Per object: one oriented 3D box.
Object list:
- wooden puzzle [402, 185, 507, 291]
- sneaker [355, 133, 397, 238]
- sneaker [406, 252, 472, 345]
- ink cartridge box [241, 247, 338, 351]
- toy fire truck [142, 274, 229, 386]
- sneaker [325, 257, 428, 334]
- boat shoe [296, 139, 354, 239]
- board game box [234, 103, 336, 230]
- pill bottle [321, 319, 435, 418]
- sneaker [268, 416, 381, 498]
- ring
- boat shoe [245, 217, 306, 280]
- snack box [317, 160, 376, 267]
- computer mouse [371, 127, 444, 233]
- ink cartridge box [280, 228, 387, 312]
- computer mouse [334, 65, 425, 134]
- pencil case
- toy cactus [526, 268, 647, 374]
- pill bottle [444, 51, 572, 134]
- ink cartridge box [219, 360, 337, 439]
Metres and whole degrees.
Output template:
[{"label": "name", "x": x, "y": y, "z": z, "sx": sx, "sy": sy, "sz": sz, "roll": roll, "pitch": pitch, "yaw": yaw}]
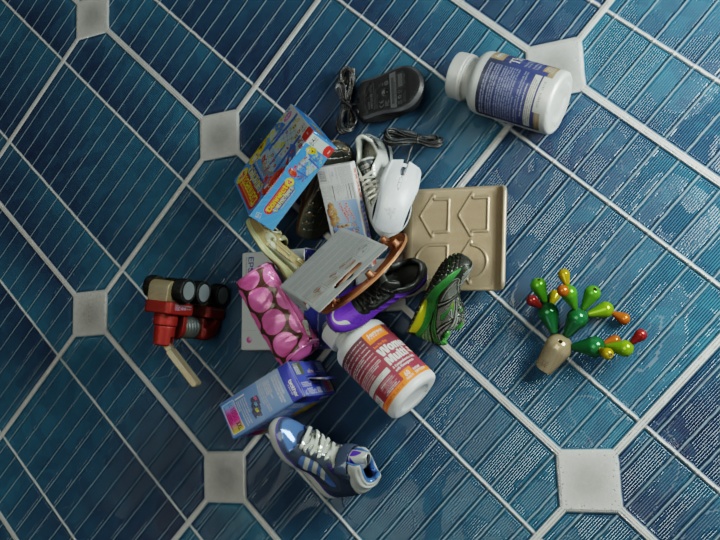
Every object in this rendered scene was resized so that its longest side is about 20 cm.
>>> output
[{"label": "wooden puzzle", "x": 0.169, "y": -0.055, "z": 1.387, "sx": 0.200, "sy": 0.046, "sz": 0.186, "roll": -1, "pitch": 83, "yaw": 29}, {"label": "sneaker", "x": 0.027, "y": -0.155, "z": 1.443, "sx": 0.076, "sy": 0.080, "sz": 0.200, "roll": -17, "pitch": 78, "yaw": 20}, {"label": "sneaker", "x": 0.152, "y": 0.050, "z": 1.335, "sx": 0.085, "sy": 0.078, "sz": 0.200, "roll": 25, "pitch": 134, "yaw": 3}, {"label": "ink cartridge box", "x": -0.140, "y": 0.057, "z": 1.512, "sx": 0.200, "sy": 0.043, "sz": 0.197, "roll": -5, "pitch": 81, "yaw": 25}, {"label": "toy fire truck", "x": -0.337, "y": 0.118, "z": 1.518, "sx": 0.128, "sy": 0.176, "sz": 0.200, "roll": 6, "pitch": 86, "yaw": 24}, {"label": "sneaker", "x": 0.027, "y": 0.033, "z": 1.326, "sx": 0.200, "sy": 0.100, "sz": 0.070, "roll": -31, "pitch": 75, "yaw": -9}, {"label": "boat shoe", "x": -0.074, "y": -0.159, "z": 1.499, "sx": 0.074, "sy": 0.076, "sz": 0.200, "roll": 41, "pitch": 111, "yaw": 51}, {"label": "board game box", "x": -0.150, "y": -0.201, "z": 1.482, "sx": 0.196, "sy": 0.056, "sz": 0.200, "roll": -51, "pitch": 29, "yaw": 10}, {"label": "pill bottle", "x": 0.029, "y": 0.158, "z": 1.385, "sx": 0.200, "sy": 0.110, "sz": 0.110, "roll": 44, "pitch": 101, "yaw": 22}, {"label": "sneaker", "x": -0.051, "y": 0.318, "z": 1.370, "sx": 0.146, "sy": 0.081, "sz": 0.200, "roll": -28, "pitch": 109, "yaw": 38}, {"label": "ring", "x": 0.000, "y": 0.000, "z": 1.344, "sx": 0.200, "sy": 0.200, "sz": 0.019, "roll": -39, "pitch": 102, "yaw": 15}, {"label": "boat shoe", "x": -0.139, "y": -0.033, "z": 1.467, "sx": 0.063, "sy": 0.073, "sz": 0.201, "roll": -42, "pitch": 73, "yaw": 3}, {"label": "snack box", "x": -0.026, "y": -0.100, "z": 1.443, "sx": 0.072, "sy": 0.024, "sz": 0.200, "roll": -6, "pitch": 107, "yaw": 23}, {"label": "computer mouse", "x": 0.075, "y": -0.163, "z": 1.389, "sx": 0.109, "sy": 0.044, "sz": 0.200, "roll": 15, "pitch": 78, "yaw": 0}, {"label": "ink cartridge box", "x": -0.040, "y": 0.008, "z": 1.334, "sx": 0.160, "sy": 0.047, "sz": 0.200, "roll": -44, "pitch": 25, "yaw": -10}, {"label": "computer mouse", "x": 0.044, "y": -0.333, "z": 1.477, "sx": 0.200, "sy": 0.053, "sz": 0.139, "roll": -3, "pitch": 81, "yaw": 35}, {"label": "pencil case", "x": -0.152, "y": 0.077, "z": 1.447, "sx": 0.200, "sy": 0.091, "sz": 0.094, "roll": 55, "pitch": 139, "yaw": 17}, {"label": "toy cactus", "x": 0.345, "y": 0.100, "z": 1.269, "sx": 0.200, "sy": 0.102, "sz": 0.165, "roll": 34, "pitch": 108, "yaw": 15}, {"label": "pill bottle", "x": 0.253, "y": -0.315, "z": 1.343, "sx": 0.200, "sy": 0.111, "sz": 0.111, "roll": 23, "pitch": 93, "yaw": 25}, {"label": "ink cartridge box", "x": -0.140, "y": 0.230, "z": 1.437, "sx": 0.200, "sy": 0.136, "sz": 0.076, "roll": -35, "pitch": 73, "yaw": 17}]
